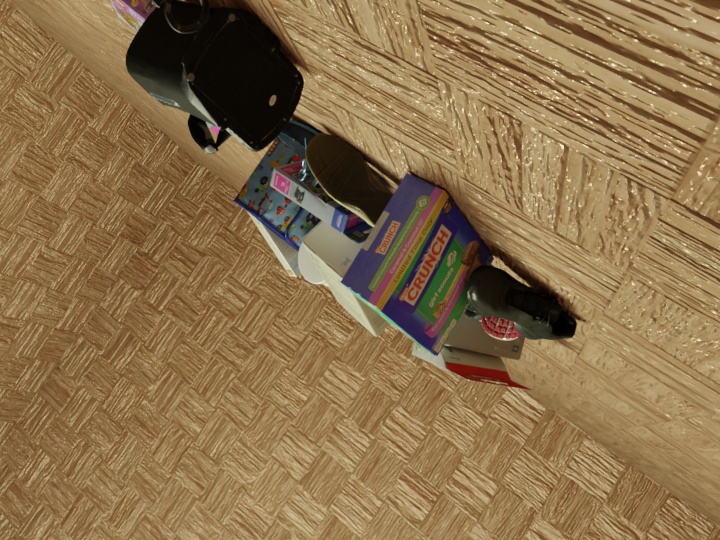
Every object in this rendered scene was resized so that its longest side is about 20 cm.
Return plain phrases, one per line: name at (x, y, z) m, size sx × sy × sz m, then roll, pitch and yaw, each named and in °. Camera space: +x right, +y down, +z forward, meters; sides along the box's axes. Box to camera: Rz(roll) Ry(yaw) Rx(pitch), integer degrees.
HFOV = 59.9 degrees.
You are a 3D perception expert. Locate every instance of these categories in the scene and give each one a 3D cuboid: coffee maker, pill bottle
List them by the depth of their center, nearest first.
coffee maker at (-0.184, -0.251, 0.721) m, size 0.199 × 0.134 × 0.195 m, roll 30°, pitch 150°, yaw 45°
pill bottle at (-0.031, -0.024, 1.280) m, size 0.112 × 0.115 × 0.198 m, roll 33°, pitch -162°, yaw 29°

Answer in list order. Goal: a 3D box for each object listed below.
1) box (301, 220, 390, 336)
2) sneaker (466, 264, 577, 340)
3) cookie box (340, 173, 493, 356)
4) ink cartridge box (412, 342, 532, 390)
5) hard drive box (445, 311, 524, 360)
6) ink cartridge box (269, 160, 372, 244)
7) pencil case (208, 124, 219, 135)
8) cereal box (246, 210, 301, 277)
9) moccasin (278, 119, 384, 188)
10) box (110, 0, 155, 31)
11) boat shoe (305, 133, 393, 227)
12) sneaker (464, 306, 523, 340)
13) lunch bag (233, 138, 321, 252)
box at (0.000, 0.000, 1.115) m, size 0.127 × 0.109 × 0.201 m, roll 39°, pitch 166°, yaw 36°
sneaker at (0.235, 0.047, 0.895) m, size 0.197 × 0.078 × 0.090 m, roll 23°, pitch 170°, yaw -32°
cookie box at (0.084, -0.001, 0.854) m, size 0.075 × 0.173 × 0.200 m, roll 27°, pitch 173°, yaw 39°
ink cartridge box at (0.215, 0.174, 1.206) m, size 0.158 × 0.051 × 0.199 m, roll 13°, pitch 179°, yaw -27°
hard drive box at (0.209, 0.108, 1.256) m, size 0.196 × 0.079 × 0.156 m, roll 13°, pitch -176°, yaw -20°
ink cartridge box at (-0.040, -0.122, 1.033) m, size 0.199 × 0.043 × 0.118 m, roll 36°, pitch -144°, yaw 23°
pencil case at (-0.288, -0.312, 1.064) m, size 0.198 × 0.089 × 0.088 m, roll 36°, pitch 176°, yaw -23°
cereal box at (-0.140, -0.110, 1.284) m, size 0.039 × 0.144 × 0.202 m, roll 7°, pitch 133°, yaw 55°
moccasin at (-0.053, -0.156, 0.953) m, size 0.198 × 0.069 × 0.080 m, roll 35°, pitch 176°, yaw 11°
box at (-0.265, -0.334, 0.903) m, size 0.199 × 0.039 × 0.137 m, roll 37°, pitch 177°, yaw -15°
boat shoe at (0.001, -0.116, 0.905) m, size 0.199 × 0.074 × 0.063 m, roll 38°, pitch 179°, yaw 2°
sneaker at (0.245, 0.070, 1.063) m, size 0.073 × 0.082 × 0.200 m, roll 21°, pitch -173°, yaw -11°
lunch bag at (-0.122, -0.133, 1.212) m, size 0.093 × 0.152 × 0.200 m, roll 32°, pitch 175°, yaw 39°
